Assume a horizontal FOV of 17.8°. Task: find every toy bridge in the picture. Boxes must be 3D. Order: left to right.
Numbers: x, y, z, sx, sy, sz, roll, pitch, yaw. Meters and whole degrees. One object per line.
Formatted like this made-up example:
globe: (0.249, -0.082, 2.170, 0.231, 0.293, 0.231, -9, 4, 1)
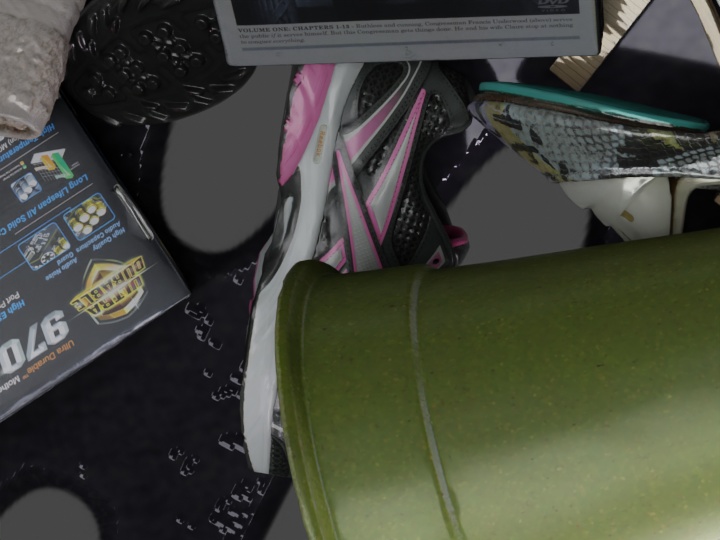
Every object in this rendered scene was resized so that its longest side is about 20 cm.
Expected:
toy bridge: (0.104, -0.103, 0.937, 0.200, 0.027, 0.067, 38, 107, 2)

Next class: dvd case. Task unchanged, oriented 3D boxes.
dvd case: (0.009, -0.152, 0.834, 0.150, 0.025, 0.200, -1, 141, 9)

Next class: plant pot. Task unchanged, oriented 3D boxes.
plant pot: (0.093, 0.064, 0.849, 0.190, 0.200, 0.200, -18, 97, 13)

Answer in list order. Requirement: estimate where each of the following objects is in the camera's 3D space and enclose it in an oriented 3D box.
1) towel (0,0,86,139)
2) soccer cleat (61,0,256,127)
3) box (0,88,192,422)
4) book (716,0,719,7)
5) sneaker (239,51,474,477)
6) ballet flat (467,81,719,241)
towel: (-0.203, -0.136, 0.962, 0.200, 0.034, 0.133, 13, 73, 13)
soccer cleat: (-0.048, -0.129, 0.956, 0.068, 0.073, 0.200, 41, 127, -19)
box: (-0.196, -0.002, 0.984, 0.200, 0.046, 0.159, -34, 92, -5)
book: (0.211, -0.184, 0.887, 0.200, 0.048, 0.134, -25, 99, 17)
sneaker: (0.000, 0.000, 0.961, 0.086, 0.080, 0.200, 10, 111, -3)
ballet flat: (0.138, -0.033, 0.891, 0.200, 0.072, 0.072, 5, 103, 10)
